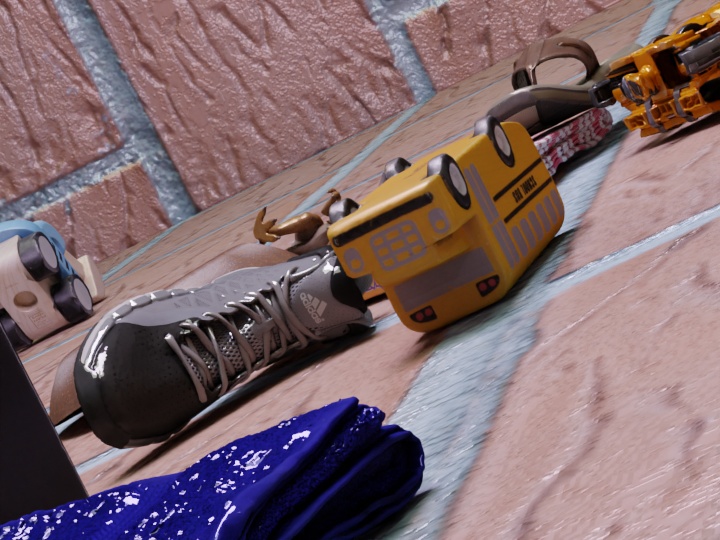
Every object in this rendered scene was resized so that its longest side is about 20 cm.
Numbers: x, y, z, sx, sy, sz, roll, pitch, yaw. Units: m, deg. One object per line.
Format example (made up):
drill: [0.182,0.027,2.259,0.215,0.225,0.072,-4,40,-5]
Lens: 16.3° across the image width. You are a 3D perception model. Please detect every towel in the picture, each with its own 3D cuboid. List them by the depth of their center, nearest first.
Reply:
towel: [-0.088,0.106,0.859,0.200,0.050,0.148,-24,5,29]
towel: [0.083,-0.056,1.696,0.146,0.030,0.200,-24,3,25]

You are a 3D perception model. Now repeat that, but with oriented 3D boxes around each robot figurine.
robot figurine: [0.237,-0.141,1.561,0.200,0.058,0.145,-30,6,-32]

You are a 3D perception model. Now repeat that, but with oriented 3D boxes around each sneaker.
sneaker: [-0.060,0.028,1.345,0.115,0.075,0.200,-20,7,35]

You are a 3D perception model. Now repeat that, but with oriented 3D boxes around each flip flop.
flip flop: [0.138,-0.133,1.727,0.081,0.058,0.200,-24,3,35]

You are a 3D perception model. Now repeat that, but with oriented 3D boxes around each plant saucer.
plant saucer: [-0.126,0.035,1.638,0.200,0.037,0.200,-33,0,0]

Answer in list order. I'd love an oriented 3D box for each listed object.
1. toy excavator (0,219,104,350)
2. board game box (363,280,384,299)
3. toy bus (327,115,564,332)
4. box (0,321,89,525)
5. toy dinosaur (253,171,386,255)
toy excavator: [-0.333,0.002,2.669,0.100,0.195,0.200,-26,34,14]
board game box: [0.000,0.000,1.547,0.095,0.030,0.200,-32,9,-40]
toy bus: [0.047,-0.025,1.277,0.065,0.078,0.200,-24,6,19]
box: [-0.243,0.110,1.174,0.198,0.123,0.200,-29,8,-13]
toy dinosaur: [-0.039,-0.013,1.813,0.106,0.061,0.200,-8,-13,-44]
